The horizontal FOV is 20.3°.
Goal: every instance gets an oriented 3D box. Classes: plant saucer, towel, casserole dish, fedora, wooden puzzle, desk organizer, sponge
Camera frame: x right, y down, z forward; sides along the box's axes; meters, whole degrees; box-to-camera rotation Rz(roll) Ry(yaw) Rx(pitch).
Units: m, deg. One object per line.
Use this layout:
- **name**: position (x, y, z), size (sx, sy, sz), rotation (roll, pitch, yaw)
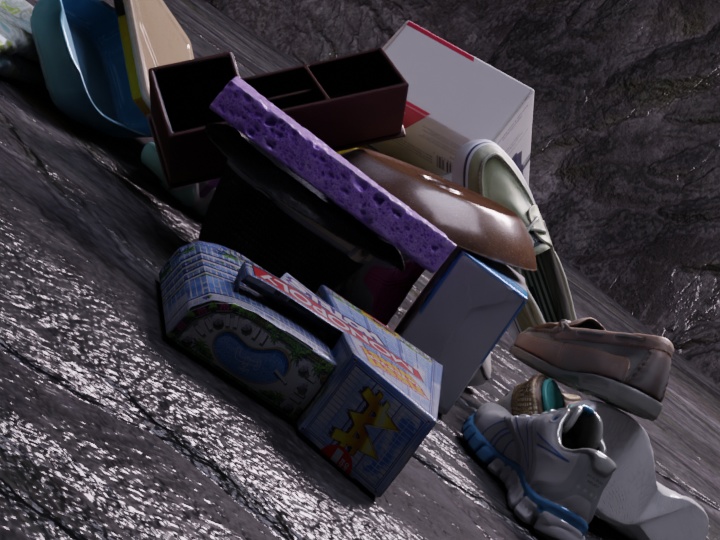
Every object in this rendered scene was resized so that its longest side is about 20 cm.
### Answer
- **plant saucer**: position (0.058, -0.056, 1.632), size (0.200, 0.037, 0.200), rotation (23, 8, -3)
- **towel**: position (-0.323, -0.220, 1.689), size (0.171, 0.048, 0.200), rotation (37, 7, 14)
- **casserole dish**: position (-0.225, -0.170, 1.681), size (0.200, 0.039, 0.121), rotation (16, 57, -75)
- **fedora**: position (-0.061, -0.027, 1.505), size (0.200, 0.092, 0.201), rotation (37, 4, -3)
- **wooden puzzle**: position (-0.175, -0.175, 1.756), size (0.185, 0.037, 0.200), rotation (57, 12, -62)
- **desk organizer**: position (-0.066, -0.134, 1.595), size (0.077, 0.199, 0.072), rotation (98, -24, -63)
- **sponge**: position (-0.021, -0.071, 1.453), size (0.200, 0.030, 0.112), rotation (37, 4, -4)

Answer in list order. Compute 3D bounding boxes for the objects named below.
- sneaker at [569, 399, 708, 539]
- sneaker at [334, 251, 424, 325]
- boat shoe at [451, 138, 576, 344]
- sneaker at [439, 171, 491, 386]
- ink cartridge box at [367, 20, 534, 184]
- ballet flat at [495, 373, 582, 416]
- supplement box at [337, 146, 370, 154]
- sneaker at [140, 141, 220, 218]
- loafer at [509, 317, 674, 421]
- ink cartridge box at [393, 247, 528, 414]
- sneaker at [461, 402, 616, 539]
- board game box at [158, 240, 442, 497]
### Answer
- **sneaker**: position (0.194, 0.165, 1.591), size (0.088, 0.075, 0.200), rotation (22, -21, 48)
- **sneaker**: position (0.000, 0.000, 1.714), size (0.088, 0.081, 0.200), rotation (35, -1, -1)
- **boat shoe**: position (0.141, -0.022, 1.741), size (0.062, 0.072, 0.200), rotation (-7, -73, 61)
- **sneaker**: position (0.110, 0.002, 1.790), size (0.071, 0.201, 0.073), rotation (-7, -15, 11)
- **ink cartridge box**: position (0.083, -0.122, 1.914), size (0.145, 0.084, 0.200), rotation (31, -23, 18)
- **ballet flat**: position (0.144, 0.126, 1.640), size (0.065, 0.071, 0.200), rotation (-6, -14, 17)
- **supplement box**: position (-0.030, -0.074, 1.879), size (0.200, 0.110, 0.109), rotation (36, 7, 4)
- **sneaker**: position (-0.083, -0.103, 1.683), size (0.200, 0.140, 0.078), rotation (26, 14, -48)
- **loafer**: position (0.188, 0.068, 1.596), size (0.072, 0.063, 0.200), rotation (27, -2, -24)
- **ink cartridge box**: position (0.079, 0.039, 1.649), size (0.068, 0.115, 0.200), rotation (36, 7, -1)
- **sneaker**: position (0.140, 0.131, 1.475), size (0.075, 0.087, 0.200), rotation (31, 7, -23)
- **board game box**: position (-0.026, 0.058, 1.254), size (0.200, 0.062, 0.200), rotation (34, 7, -15)
